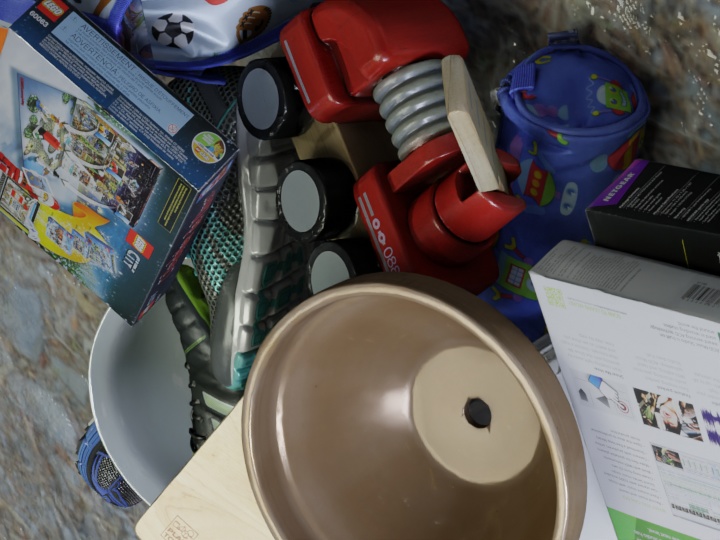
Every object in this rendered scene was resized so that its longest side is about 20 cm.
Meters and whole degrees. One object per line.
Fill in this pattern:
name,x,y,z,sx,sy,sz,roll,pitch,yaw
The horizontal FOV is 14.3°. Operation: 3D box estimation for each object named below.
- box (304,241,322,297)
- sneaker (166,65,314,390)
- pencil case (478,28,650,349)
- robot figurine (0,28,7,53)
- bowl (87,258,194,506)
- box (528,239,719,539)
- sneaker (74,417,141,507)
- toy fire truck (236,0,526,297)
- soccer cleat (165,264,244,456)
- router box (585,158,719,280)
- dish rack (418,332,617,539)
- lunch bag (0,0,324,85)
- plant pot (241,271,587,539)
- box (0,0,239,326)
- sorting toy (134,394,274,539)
box,0.000,0.000,1.733,0.158,0.050,0.200,-24,98,28
sneaker,-0.079,-0.031,1.693,0.091,0.078,0.200,10,103,27
pencil case,0.104,-0.035,1.604,0.087,0.078,0.200,16,134,7
robot figurine,-0.200,-0.184,1.833,0.117,0.144,0.200,-1,124,7
bowl,-0.068,0.071,1.861,0.201,0.090,0.201,6,109,20
box,0.171,0.085,1.443,0.144,0.036,0.200,16,135,44
sneaker,-0.146,0.115,2.039,0.078,0.075,0.200,43,145,15
toy fire truck,0.028,-0.081,1.540,0.200,0.129,0.176,-39,66,46
soccer cleat,-0.081,0.093,1.784,0.081,0.068,0.200,-27,99,14
router box,0.206,0.048,1.443,0.149,0.051,0.200,14,135,42
dish rack,0.111,0.128,1.592,0.200,0.044,0.172,-35,78,18
lunch bag,-0.121,-0.183,1.661,0.170,0.200,0.124,20,130,40
plant pot,0.043,0.090,1.533,0.201,0.093,0.201,11,112,29
box,-0.150,-0.060,1.620,0.137,0.038,0.200,40,153,3
sorting toy,0.004,0.145,1.709,0.200,0.070,0.199,42,114,4
